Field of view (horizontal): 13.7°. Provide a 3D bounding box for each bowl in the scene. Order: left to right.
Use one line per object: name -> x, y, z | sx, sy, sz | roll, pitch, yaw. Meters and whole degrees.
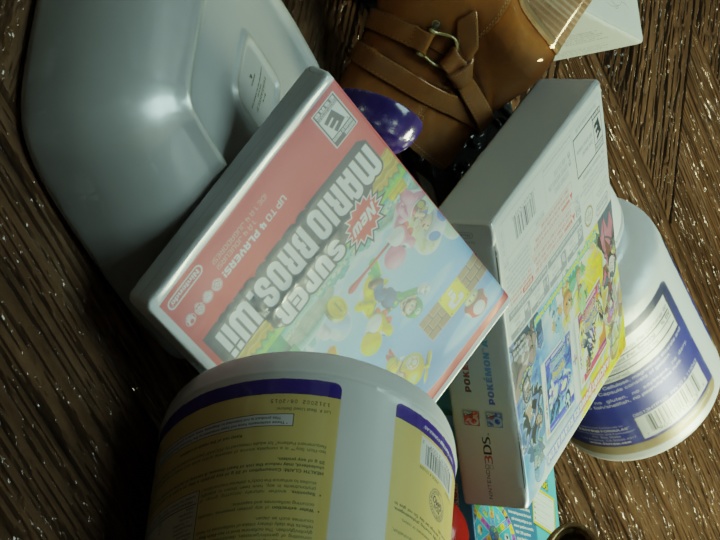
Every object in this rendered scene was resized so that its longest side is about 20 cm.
bowl -> -0.082, -0.081, 1.463 | 0.200, 0.074, 0.201 | 57, 32, -43

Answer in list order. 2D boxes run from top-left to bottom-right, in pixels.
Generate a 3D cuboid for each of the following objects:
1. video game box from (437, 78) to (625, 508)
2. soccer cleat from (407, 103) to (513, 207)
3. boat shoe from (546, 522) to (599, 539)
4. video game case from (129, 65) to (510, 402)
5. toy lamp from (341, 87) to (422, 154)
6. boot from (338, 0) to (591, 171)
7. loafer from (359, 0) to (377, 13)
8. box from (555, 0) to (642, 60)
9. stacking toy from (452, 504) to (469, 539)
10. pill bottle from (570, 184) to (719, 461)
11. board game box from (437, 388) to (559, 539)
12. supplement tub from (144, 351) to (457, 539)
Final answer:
video game box -> 0.100, 0.010, 1.737 | 0.200, 0.047, 0.183 | -50, 136, -55
soccer cleat -> 0.064, -0.034, 1.846 | 0.073, 0.068, 0.201 | 93, -6, -60
boat shoe -> 0.114, 0.222, 1.672 | 0.200, 0.075, 0.074 | -90, 180, -52
video game case -> -0.015, 0.014, 1.461 | 0.143, 0.017, 0.200 | -52, 136, -12
toy lamp -> -0.024, 0.008, 1.524 | 0.058, 0.058, 0.201 | 45, 63, -56
boot -> 0.030, -0.161, 1.726 | 0.200, 0.155, 0.074 | 37, 7, -23
loafer -> 0.017, -0.229, 1.788 | 0.072, 0.072, 0.201 | -71, 146, -60
box -> 0.097, -0.224, 1.937 | 0.200, 0.106, 0.153 | 13, 69, -68
stacking toy -> 0.014, 0.108, 1.621 | 0.200, 0.085, 0.086 | 63, 26, -47
pill bottle -> 0.151, 0.021, 1.948 | 0.200, 0.119, 0.120 | 59, 29, -43
board game box -> 0.074, 0.157, 1.788 | 0.151, 0.047, 0.201 | 24, 58, -64
supplement tub -> -0.032, 0.155, 1.382 | 0.146, 0.145, 0.201 | 56, 32, -47
